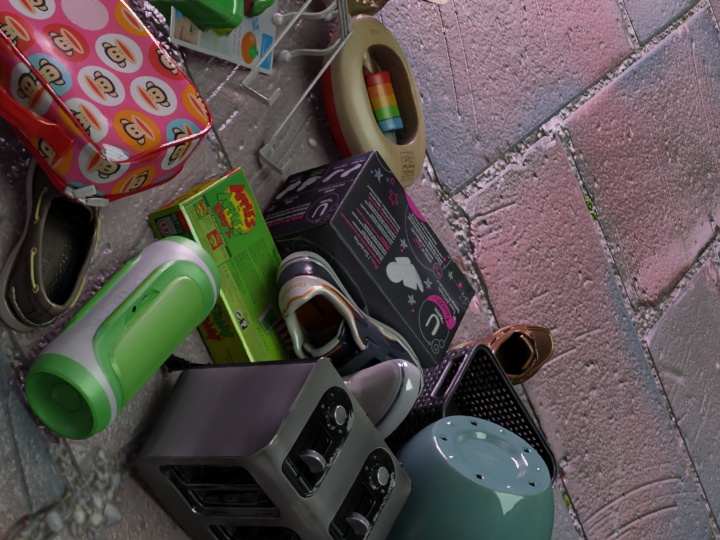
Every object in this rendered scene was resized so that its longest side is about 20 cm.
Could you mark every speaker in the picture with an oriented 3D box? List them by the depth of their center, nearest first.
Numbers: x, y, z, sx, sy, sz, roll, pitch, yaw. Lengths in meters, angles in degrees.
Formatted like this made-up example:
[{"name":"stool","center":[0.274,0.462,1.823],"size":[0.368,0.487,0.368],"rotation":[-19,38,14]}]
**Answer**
[{"name":"speaker","center":[-0.200,0.054,1.189],"size":[0.089,0.088,0.200],"rotation":[59,41,-19]}]

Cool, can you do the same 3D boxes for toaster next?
[{"name":"toaster","center":[-0.083,0.172,1.227],"size":[0.182,0.198,0.119],"rotation":[58,43,-32]}]

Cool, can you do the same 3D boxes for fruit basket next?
[{"name":"fruit basket","center":[-0.125,-0.301,1.378],"size":[0.199,0.093,0.188],"rotation":[6,89,-59]}]

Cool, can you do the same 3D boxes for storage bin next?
[{"name":"storage bin","center":[0.122,0.198,1.538],"size":[0.201,0.093,0.136],"rotation":[57,42,-21]}]

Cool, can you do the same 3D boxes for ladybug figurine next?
[{"name":"ladybug figurine","center":[0.010,-0.179,1.536],"size":[0.135,0.071,0.203],"rotation":[-10,86,-51]}]

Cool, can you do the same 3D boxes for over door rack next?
[{"name":"over door rack","center":[-0.070,-0.222,1.397],"size":[0.148,0.066,0.202],"rotation":[81,30,-66]}]

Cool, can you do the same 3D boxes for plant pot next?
[{"name":"plant pot","center":[0.099,0.243,1.363],"size":[0.200,0.200,0.162],"rotation":[-14,132,-52]}]

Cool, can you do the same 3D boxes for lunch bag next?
[{"name":"lunch bag","center":[-0.238,-0.153,1.165],"size":[0.201,0.082,0.176],"rotation":[51,37,9]}]

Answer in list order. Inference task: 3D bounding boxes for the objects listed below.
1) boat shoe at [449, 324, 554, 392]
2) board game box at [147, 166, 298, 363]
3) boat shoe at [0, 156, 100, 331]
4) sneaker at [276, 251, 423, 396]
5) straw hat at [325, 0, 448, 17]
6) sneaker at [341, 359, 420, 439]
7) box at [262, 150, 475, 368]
[{"name":"boat shoe","center":[0.183,0.104,1.665],"size":[0.199,0.067,0.073],"rotation":[-11,87,-52]},{"name":"board game box","center":[-0.118,0.015,1.334],"size":[0.101,0.047,0.202],"rotation":[-38,109,-51]},{"name":"boat shoe","center":[-0.250,-0.045,1.177],"size":[0.072,0.059,0.202],"rotation":[38,51,-37]},{"name":"sneaker","center":[-0.012,0.076,1.337],"size":[0.200,0.078,0.080],"rotation":[46,21,-24]},{"name":"straw hat","center":[-0.005,-0.327,1.546],"size":[0.200,0.085,0.202],"rotation":[33,22,-16]},{"name":"sneaker","center":[-0.029,0.129,1.289],"size":[0.070,0.199,0.074],"rotation":[27,49,-32]},{"name":"box","center":[0.000,0.000,1.418],"size":[0.201,0.131,0.115],"rotation":[54,46,-25]}]
